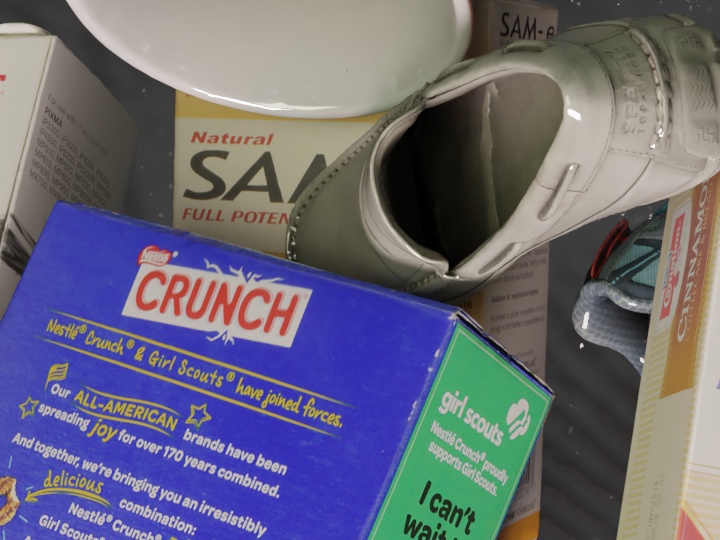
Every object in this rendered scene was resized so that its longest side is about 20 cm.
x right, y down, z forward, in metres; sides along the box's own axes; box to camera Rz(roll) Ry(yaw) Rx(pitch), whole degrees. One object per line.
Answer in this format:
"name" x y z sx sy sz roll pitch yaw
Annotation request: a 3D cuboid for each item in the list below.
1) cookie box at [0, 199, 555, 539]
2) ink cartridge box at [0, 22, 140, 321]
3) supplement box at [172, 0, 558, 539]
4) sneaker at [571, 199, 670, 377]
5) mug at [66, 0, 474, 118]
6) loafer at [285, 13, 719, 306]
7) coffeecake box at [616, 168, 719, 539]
"cookie box" -0.057 0.095 0.671 0.171 0.075 0.200 16 77 35
"ink cartridge box" -0.180 0.015 0.808 0.146 0.083 0.201 2 67 24
"supplement box" 0.000 0.000 0.771 0.126 0.073 0.201 3 94 23
"sneaker" 0.138 0.069 0.695 0.200 0.095 0.079 57 150 17
"mug" -0.033 -0.177 0.692 0.133 0.177 0.201 137 149 -58
"loafer" 0.027 -0.029 0.643 0.200 0.070 0.070 -29 70 53
"coffeecake box" 0.186 0.047 0.626 0.199 0.073 0.154 11 80 -5
